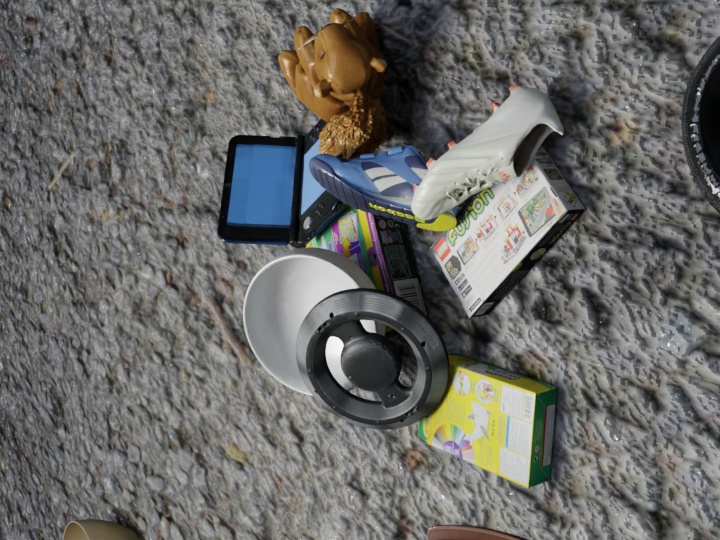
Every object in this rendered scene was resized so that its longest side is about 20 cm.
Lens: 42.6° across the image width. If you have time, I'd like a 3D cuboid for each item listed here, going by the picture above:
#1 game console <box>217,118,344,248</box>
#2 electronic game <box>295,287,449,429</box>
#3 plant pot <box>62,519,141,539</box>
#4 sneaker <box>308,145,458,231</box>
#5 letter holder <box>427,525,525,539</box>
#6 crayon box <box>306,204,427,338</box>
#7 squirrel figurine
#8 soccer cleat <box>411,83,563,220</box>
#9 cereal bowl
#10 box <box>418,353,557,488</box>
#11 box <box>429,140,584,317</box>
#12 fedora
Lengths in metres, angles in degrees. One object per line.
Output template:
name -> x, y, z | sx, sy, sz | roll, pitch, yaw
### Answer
game console -> -0.108, -0.143, 1.314 | 0.170, 0.117, 0.203 | -41, 39, 44
electronic game -> 0.013, 0.113, 1.152 | 0.196, 0.042, 0.204 | 7, 119, 13
plant pot -> -0.536, 0.622, 1.969 | 0.198, 0.133, 0.205 | 6, 98, 50
sneaker -> 0.033, -0.114, 1.141 | 0.074, 0.196, 0.084 | 79, -151, -76
letter holder -> 0.125, 0.401, 1.148 | 0.198, 0.099, 0.145 | -9, 85, 51
crayon box -> 0.000, 0.000, 1.293 | 0.172, 0.057, 0.204 | -27, 74, 50
squirrel figurine -> -0.013, -0.232, 1.187 | 0.187, 0.139, 0.204 | -139, 30, -78
soccer cleat -> 0.137, -0.118, 1.031 | 0.200, 0.069, 0.078 | -44, 63, 20
cereal bowl -> -0.053, 0.059, 1.227 | 0.196, 0.083, 0.204 | 9, 116, 19
box -> 0.148, 0.177, 1.137 | 0.198, 0.048, 0.120 | 15, 105, 47
box -> 0.168, -0.048, 1.096 | 0.201, 0.034, 0.111 | -53, 55, 40
fedora -> 0.375, -0.121, 0.784 | 0.199, 0.090, 0.205 | 7, 99, 51
